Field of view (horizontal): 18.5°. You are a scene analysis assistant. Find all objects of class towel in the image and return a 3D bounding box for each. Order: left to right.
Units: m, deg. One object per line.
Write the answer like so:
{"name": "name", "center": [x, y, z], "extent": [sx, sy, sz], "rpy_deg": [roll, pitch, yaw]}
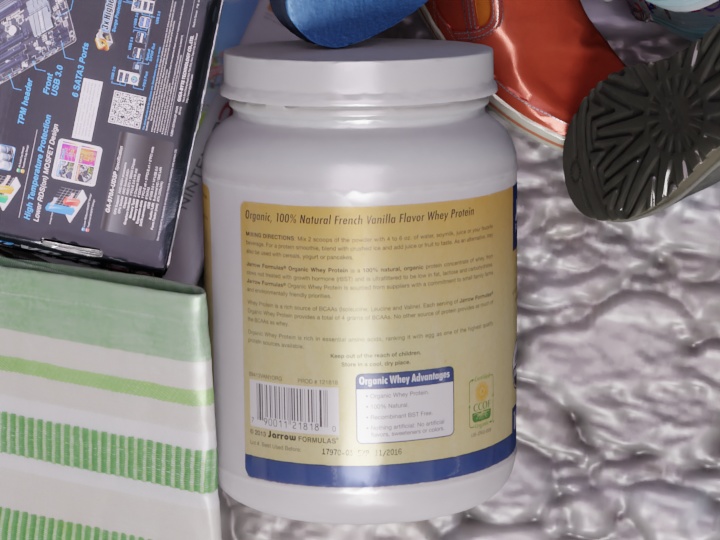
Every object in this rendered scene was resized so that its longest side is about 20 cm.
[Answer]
{"name": "towel", "center": [-0.128, 0.089, 1.007], "extent": [0.151, 0.023, 0.202], "rpy_deg": [9, 116, 24]}

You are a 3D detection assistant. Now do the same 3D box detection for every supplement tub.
{"name": "supplement tub", "center": [0.000, 0.000, 0.996], "extent": [0.143, 0.144, 0.202], "rpy_deg": [0, 101, 2]}

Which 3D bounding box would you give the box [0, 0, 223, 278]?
{"name": "box", "center": [-0.143, -0.110, 0.986], "extent": [0.157, 0.046, 0.202], "rpy_deg": [11, 85, -6]}

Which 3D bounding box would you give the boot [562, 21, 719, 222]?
{"name": "boot", "center": [0.218, -0.064, 1.019], "extent": [0.199, 0.181, 0.073], "rpy_deg": [1, 73, -38]}

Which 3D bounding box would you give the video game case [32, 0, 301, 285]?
{"name": "video game case", "center": [-0.139, -0.098, 1.044], "extent": [0.199, 0.022, 0.183], "rpy_deg": [25, 66, -4]}

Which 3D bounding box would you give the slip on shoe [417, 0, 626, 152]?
{"name": "slip on shoe", "center": [0.068, -0.135, 1.049], "extent": [0.074, 0.061, 0.200], "rpy_deg": [-40, 92, -33]}

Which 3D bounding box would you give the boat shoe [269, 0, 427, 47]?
{"name": "boat shoe", "center": [0.028, -0.181, 0.987], "extent": [0.200, 0.068, 0.084], "rpy_deg": [-48, 128, -12]}

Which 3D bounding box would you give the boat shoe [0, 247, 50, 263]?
{"name": "boat shoe", "center": [-0.195, -0.060, 1.063], "extent": [0.200, 0.066, 0.072], "rpy_deg": [32, 88, 3]}

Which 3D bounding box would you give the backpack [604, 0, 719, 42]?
{"name": "backpack", "center": [0.169, -0.193, 0.996], "extent": [0.177, 0.200, 0.151], "rpy_deg": [-37, 106, -2]}
